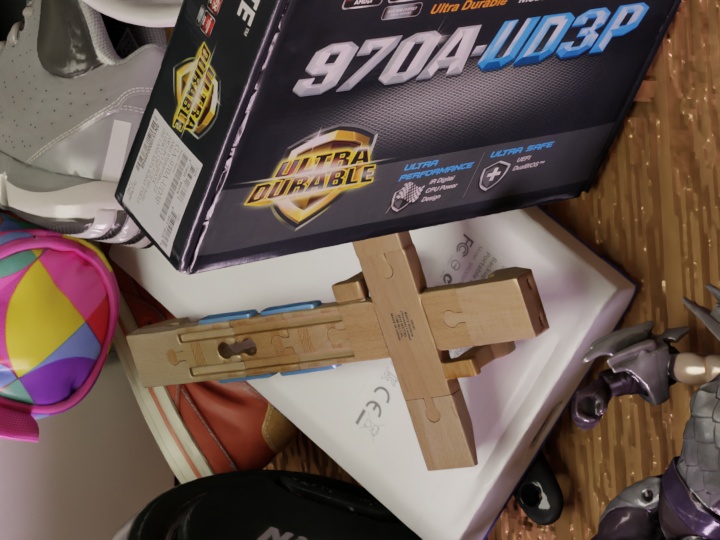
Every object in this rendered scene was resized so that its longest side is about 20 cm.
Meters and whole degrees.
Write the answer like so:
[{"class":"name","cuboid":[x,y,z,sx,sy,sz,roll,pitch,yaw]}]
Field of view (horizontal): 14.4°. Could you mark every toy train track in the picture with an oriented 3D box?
[{"class":"toy train track","cuboid":[-0.007,0.020,1.086,0.200,0.033,0.115,-9,104,40]}]

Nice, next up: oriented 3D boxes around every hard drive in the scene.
[{"class":"hard drive","cuboid":[0.000,0.000,1.114,0.200,0.025,0.132,41,114,25]}]

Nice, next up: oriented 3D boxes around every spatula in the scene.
[{"class":"spatula","cuboid":[0.025,0.017,1.127,0.057,0.021,0.200,-48,67,34]}]

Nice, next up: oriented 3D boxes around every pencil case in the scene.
[{"class":"pencil case","cuboid":[-0.181,0.006,1.201,0.200,0.088,0.088,23,117,54]}]

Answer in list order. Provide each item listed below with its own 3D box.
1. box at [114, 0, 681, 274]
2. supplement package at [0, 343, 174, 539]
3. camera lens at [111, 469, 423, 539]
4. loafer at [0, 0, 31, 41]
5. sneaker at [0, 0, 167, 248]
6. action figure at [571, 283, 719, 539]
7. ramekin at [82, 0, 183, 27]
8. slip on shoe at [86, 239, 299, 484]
[{"class":"box","cuboid":[0.026,-0.086,0.967,0.046,0.200,0.159,47,130,31]},{"class":"supplement package","cuboid":[-0.192,0.080,1.302,0.200,0.121,0.120,16,111,43]},{"class":"camera lens","cuboid":[-0.038,0.193,1.139,0.160,0.160,0.200,36,125,35]},{"class":"loafer","cuboid":[-0.173,-0.093,1.273,0.201,0.070,0.068,-35,74,46]},{"class":"sneaker","cuboid":[-0.139,-0.085,1.176,0.200,0.075,0.116,19,97,42]},{"class":"action figure","cuboid":[0.112,0.092,1.011,0.200,0.069,0.130,-54,43,29]},{"class":"ramekin","cuboid":[-0.050,-0.197,1.089,0.200,0.105,0.200,15,111,45]},{"class":"slip on shoe","cuboid":[-0.082,0.006,1.217,0.200,0.061,0.074,63,-178,28]}]
